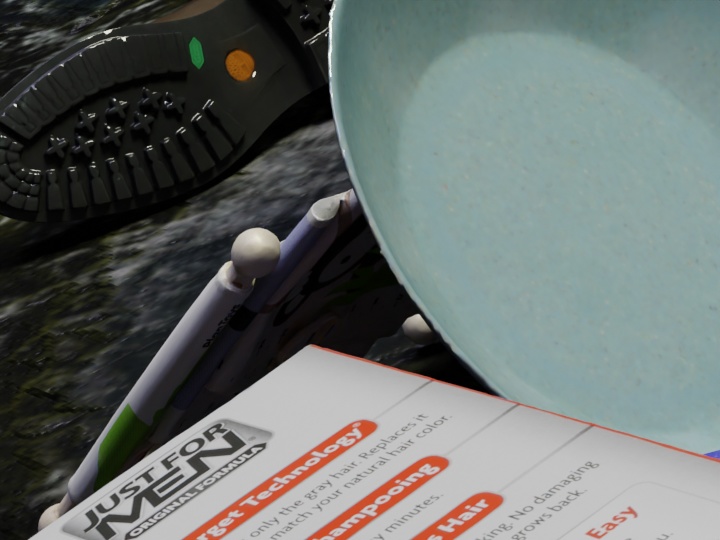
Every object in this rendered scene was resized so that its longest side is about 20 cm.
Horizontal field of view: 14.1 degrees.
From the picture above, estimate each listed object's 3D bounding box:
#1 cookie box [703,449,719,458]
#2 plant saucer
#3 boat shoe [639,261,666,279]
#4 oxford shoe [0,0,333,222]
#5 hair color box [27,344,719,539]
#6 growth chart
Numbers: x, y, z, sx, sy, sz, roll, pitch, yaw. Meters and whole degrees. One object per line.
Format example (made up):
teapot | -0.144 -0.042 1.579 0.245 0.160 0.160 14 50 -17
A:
cookie box | 0.088 0.102 0.570 0.199 0.075 0.171 -16 22 10
plant saucer | 0.070 -0.018 0.782 0.201 0.201 0.039 -39 -3 -43
boat shoe | 0.097 -0.018 0.881 0.072 0.068 0.200 -6 24 33
oxford shoe | -0.077 -0.071 1.197 0.200 0.073 0.084 -27 5 -26
hair color box | 0.024 0.078 0.501 0.101 0.061 0.200 -34 29 -29
growth chart | 0.000 0.000 0.844 0.200 0.018 0.145 -26 -22 -48
